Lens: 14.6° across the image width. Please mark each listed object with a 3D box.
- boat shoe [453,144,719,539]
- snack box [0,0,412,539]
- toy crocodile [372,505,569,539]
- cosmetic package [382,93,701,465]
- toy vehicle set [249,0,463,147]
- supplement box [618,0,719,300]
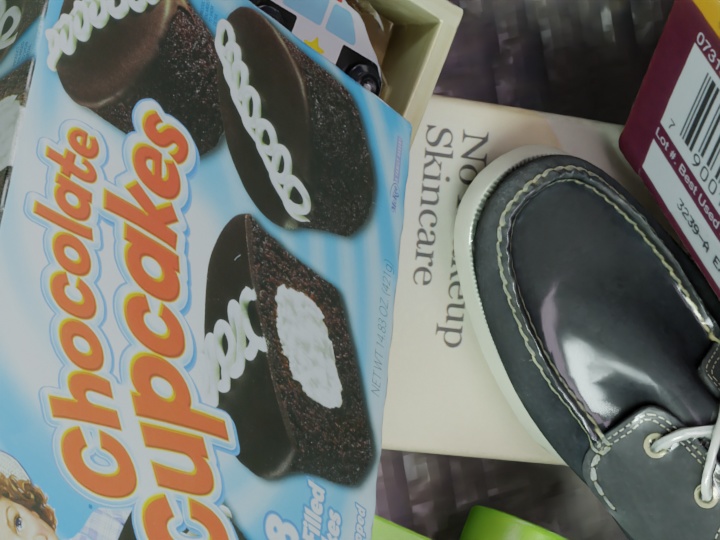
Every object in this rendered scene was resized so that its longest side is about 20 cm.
[{"bbox_3d":[0.098,0.049,0.780,0.072,0.068,0.200,-39,106,-19],"label":"boat shoe"},{"bbox_3d":[-0.046,0.018,0.622,0.116,0.037,0.201,35,43,-31],"label":"snack box"},{"bbox_3d":[0.065,0.118,0.854,0.199,0.062,0.068,20,82,-23],"label":"toy crocodile"},{"bbox_3d":[0.000,0.000,0.804,0.199,0.073,0.104,6,88,-28],"label":"cosmetic package"},{"bbox_3d":[-0.075,-0.054,0.694,0.199,0.026,0.125,28,76,-32],"label":"toy vehicle set"},{"bbox_3d":[0.188,-0.046,0.774,0.199,0.086,0.111,-18,62,-22],"label":"supplement box"}]
